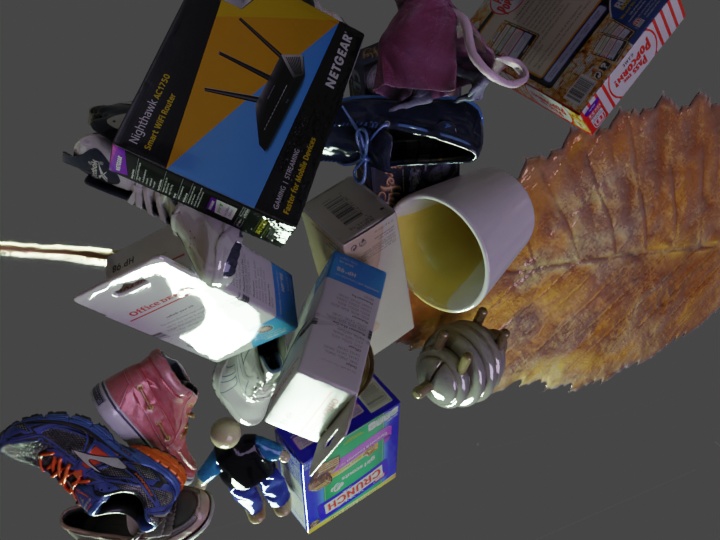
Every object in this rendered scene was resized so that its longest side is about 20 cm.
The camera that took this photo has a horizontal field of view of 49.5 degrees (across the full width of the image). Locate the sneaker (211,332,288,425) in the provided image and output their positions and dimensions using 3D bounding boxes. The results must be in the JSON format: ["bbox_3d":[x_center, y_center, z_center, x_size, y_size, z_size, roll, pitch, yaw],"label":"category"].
[{"bbox_3d":[-0.126,0.116,0.922,0.074,0.087,0.202,-18,134,-30],"label":"sneaker"}]

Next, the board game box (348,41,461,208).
[{"bbox_3d":[0.055,-0.171,0.892,0.135,0.035,0.202,-29,137,-22],"label":"board game box"}]

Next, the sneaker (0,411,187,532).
[{"bbox_3d":[-0.279,0.210,0.812,0.198,0.079,0.076,24,132,-15],"label":"sneaker"}]

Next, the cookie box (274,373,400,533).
[{"bbox_3d":[-0.030,0.267,1.136,0.170,0.075,0.202,-27,142,-24],"label":"cookie box"}]

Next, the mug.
[{"bbox_3d":[0.121,-0.055,0.959,0.153,0.185,0.151,-34,125,-38],"label":"mug"}]

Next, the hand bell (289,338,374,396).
[{"bbox_3d":[-0.059,0.143,0.989,0.103,0.105,0.200,-25,165,-25],"label":"hand bell"}]

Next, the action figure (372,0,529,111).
[{"bbox_3d":[0.058,-0.258,0.733,0.133,0.148,0.203,-14,99,-46],"label":"action figure"}]

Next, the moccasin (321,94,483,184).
[{"bbox_3d":[0.027,-0.136,0.796,0.197,0.069,0.081,-7,148,9],"label":"moccasin"}]

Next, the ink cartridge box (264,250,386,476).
[{"bbox_3d":[-0.040,0.094,0.814,0.066,0.202,0.116,23,139,-9],"label":"ink cartridge box"}]

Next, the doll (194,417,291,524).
[{"bbox_3d":[-0.156,0.268,1.043,0.135,0.049,0.201,-15,132,0],"label":"doll"}]

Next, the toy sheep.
[{"bbox_3d":[0.148,0.138,1.160,0.198,0.138,0.139,-20,134,-35],"label":"toy sheep"}]

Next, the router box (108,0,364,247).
[{"bbox_3d":[-0.094,-0.139,0.631,0.148,0.202,0.051,23,153,-13],"label":"router box"}]

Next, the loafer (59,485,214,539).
[{"bbox_3d":[-0.260,0.284,0.893,0.198,0.073,0.063,-19,138,26],"label":"loafer"}]

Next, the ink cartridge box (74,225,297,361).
[{"bbox_3d":[-0.166,0.016,0.768,0.115,0.067,0.200,-22,148,23],"label":"ink cartridge box"}]

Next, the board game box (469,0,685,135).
[{"bbox_3d":[0.215,-0.258,0.837,0.152,0.200,0.046,-51,141,6],"label":"board game box"}]

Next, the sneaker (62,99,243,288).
[{"bbox_3d":[-0.177,-0.069,0.650,0.128,0.201,0.080,-3,152,-28],"label":"sneaker"}]

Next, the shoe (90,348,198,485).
[{"bbox_3d":[-0.217,0.173,0.896,0.090,0.072,0.201,-33,135,-8],"label":"shoe"}]

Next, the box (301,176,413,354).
[{"bbox_3d":[0.000,0.000,0.937,0.077,0.095,0.201,-32,137,-19],"label":"box"}]

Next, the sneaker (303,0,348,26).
[{"bbox_3d":[-0.064,-0.159,0.763,0.079,0.074,0.202,7,117,-47],"label":"sneaker"}]
